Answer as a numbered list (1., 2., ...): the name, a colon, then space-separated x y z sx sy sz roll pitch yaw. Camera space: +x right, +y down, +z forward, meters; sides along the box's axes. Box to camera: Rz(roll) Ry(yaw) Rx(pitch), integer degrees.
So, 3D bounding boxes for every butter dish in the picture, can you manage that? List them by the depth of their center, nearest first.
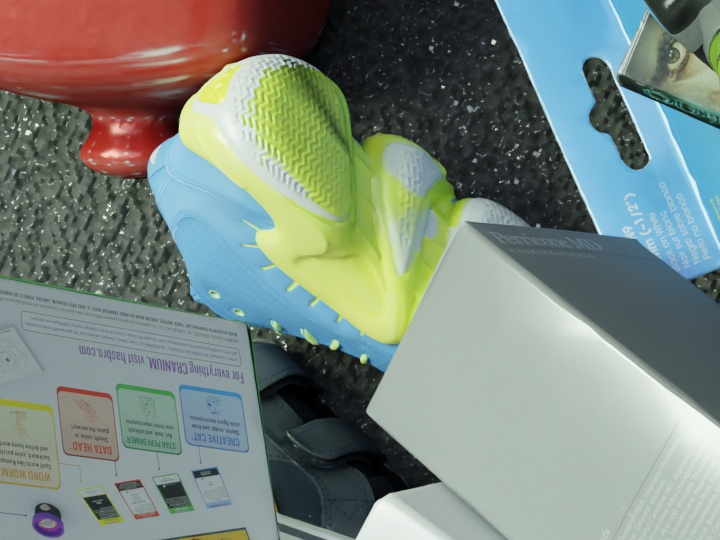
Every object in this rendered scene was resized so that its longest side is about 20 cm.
1. butter dish: -0.091 -0.110 0.961 0.199 0.200 0.148 -1 99 13

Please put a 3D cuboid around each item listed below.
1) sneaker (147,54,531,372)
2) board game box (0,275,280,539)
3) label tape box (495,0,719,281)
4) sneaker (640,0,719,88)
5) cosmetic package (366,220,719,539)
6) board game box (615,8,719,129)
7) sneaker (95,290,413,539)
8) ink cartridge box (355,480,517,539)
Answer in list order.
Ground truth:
1. sneaker: 0.000 0.000 0.940 0.200 0.105 0.076 45 52 -18
2. board game box: -0.092 0.102 0.769 0.040 0.153 0.200 -32 57 41
3. label tape box: 0.158 -0.094 0.873 0.200 0.066 0.143 -23 75 5
4. sneaker: 0.142 -0.070 0.766 0.071 0.083 0.200 -32 73 5
5. cosmetic package: 0.110 0.069 0.802 0.200 0.107 0.090 42 114 34
6. board game box: 0.187 -0.130 0.826 0.135 0.028 0.200 22 85 14
7. sneaker: -0.039 0.066 0.941 0.200 0.078 0.079 20 87 19
8. ink cartridge box: 0.065 0.182 0.799 0.200 0.084 0.146 35 107 24
